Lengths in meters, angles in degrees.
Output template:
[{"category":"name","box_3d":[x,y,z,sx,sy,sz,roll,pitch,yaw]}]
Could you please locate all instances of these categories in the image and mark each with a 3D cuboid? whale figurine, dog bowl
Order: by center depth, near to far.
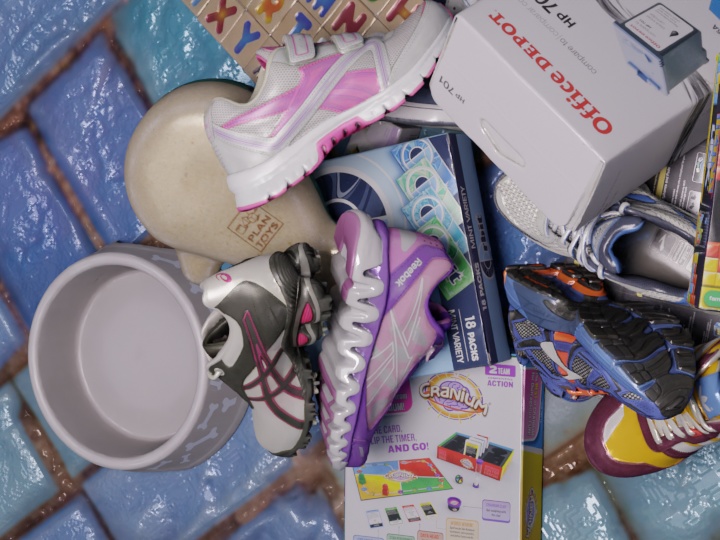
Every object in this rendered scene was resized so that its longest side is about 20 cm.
[{"category":"whale figurine","box_3d":[-0.074,-0.055,1.397,0.200,0.104,0.159,36,110,-5]},{"category":"dog bowl","box_3d":[-0.185,0.072,1.566,0.199,0.059,0.201,3,96,27]}]

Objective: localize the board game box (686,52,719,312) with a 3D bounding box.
[{"category":"board game box","box_3d":[0.317,-0.047,1.211,0.199,0.057,0.166,6,94,1]}]

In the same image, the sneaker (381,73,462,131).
[{"category":"sneaker","box_3d":[0.022,-0.186,1.410,0.202,0.077,0.147,24,104,42]}]

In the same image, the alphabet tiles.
[{"category":"alphabet tiles","box_3d":[-0.036,-0.211,1.408,0.167,0.008,0.200,-51,59,15]}]

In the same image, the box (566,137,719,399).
[{"category":"box","box_3d":[0.226,0.002,1.355,0.161,0.049,0.201,13,100,24]}]

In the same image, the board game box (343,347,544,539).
[{"category":"board game box","box_3d":[0.062,0.156,1.454,0.152,0.040,0.201,4,95,27]}]

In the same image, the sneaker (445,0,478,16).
[{"category":"sneaker","box_3d":[0.090,-0.221,1.393,0.088,0.075,0.201,-20,84,27]}]

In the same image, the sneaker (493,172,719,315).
[{"category":"sneaker","box_3d":[0.174,-0.030,1.305,0.199,0.085,0.077,22,103,25]}]

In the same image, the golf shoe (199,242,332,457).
[{"category":"golf shoe","box_3d":[-0.073,0.059,1.360,0.201,0.088,0.077,95,162,-45]}]

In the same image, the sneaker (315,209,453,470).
[{"category":"sneaker","box_3d":[0.019,0.054,1.358,0.088,0.081,0.201,2,117,-15]}]

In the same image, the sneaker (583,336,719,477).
[{"category":"sneaker","box_3d":[0.226,0.083,1.285,0.200,0.090,0.075,-33,81,24]}]

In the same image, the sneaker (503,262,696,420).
[{"category":"sneaker","box_3d":[0.163,0.058,1.301,0.200,0.075,0.079,-138,45,-60]}]

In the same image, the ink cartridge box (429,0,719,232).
[{"category":"ink cartridge box","box_3d":[0.169,-0.141,1.286,0.146,0.200,0.086,47,148,16]}]

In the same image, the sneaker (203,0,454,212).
[{"category":"sneaker","box_3d":[-0.024,-0.129,1.304,0.200,0.081,0.088,-38,95,-11]}]

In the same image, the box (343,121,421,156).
[{"category":"box","box_3d":[-0.011,-0.027,1.479,0.039,0.041,0.201,28,107,22]}]

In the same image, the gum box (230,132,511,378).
[{"category":"gum box","box_3d":[0.000,0.000,1.428,0.199,0.045,0.171,-11,88,28]}]
